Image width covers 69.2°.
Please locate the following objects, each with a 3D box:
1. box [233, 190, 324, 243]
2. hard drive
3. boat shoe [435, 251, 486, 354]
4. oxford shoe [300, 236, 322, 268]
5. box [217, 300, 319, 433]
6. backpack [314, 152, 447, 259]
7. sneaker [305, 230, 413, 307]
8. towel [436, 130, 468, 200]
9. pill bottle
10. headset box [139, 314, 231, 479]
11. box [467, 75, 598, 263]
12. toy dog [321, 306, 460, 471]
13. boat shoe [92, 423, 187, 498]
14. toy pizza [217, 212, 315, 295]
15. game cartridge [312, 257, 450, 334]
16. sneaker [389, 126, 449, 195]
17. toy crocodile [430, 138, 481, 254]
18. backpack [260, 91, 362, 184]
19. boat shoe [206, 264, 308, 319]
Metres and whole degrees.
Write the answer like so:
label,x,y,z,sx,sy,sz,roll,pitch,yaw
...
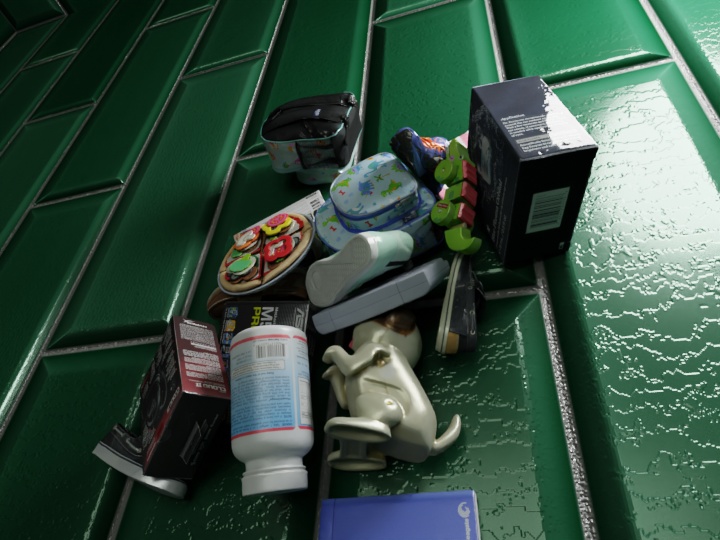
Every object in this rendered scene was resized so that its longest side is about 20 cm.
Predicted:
label,x,y,z,sx,sy,sz,roll,pitch,yaw
box,-0.148,-0.072,1.029,0.197,0.035,0.111,-28,47,-1
hard drive,0.044,0.337,0.617,0.196,0.026,0.134,-10,49,15
boat shoe,0.156,0.043,0.780,0.061,0.075,0.202,10,45,11
oxford shoe,-0.162,-0.011,0.954,0.197,0.076,0.058,-22,16,0
box,-0.152,0.150,0.803,0.157,0.044,0.204,-1,69,22
backpack,0.021,-0.095,0.903,0.198,0.148,0.184,-31,44,0
sneaker,0.000,0.000,0.813,0.200,0.117,0.075,-33,72,48
towel,0.213,-0.215,1.002,0.197,0.030,0.147,-28,48,-1
pill bottle,-0.117,0.184,0.688,0.107,0.109,0.204,-12,66,12
headset box,-0.261,0.188,0.765,0.151,0.076,0.200,-61,34,16
box,0.249,-0.156,0.811,0.115,0.199,0.202,-10,47,-3
toy dog,0.036,0.145,0.707,0.190,0.141,0.203,-3,50,8
boat shoe,-0.325,0.282,0.791,0.197,0.072,0.068,7,56,36
toy pizza,-0.169,-0.039,0.906,0.197,0.032,0.202,-20,37,16
game cartridge,0.029,0.040,0.779,0.198,0.133,0.042,-24,87,27
sneaker,0.110,-0.197,0.874,0.079,0.199,0.075,-47,68,11
toy crocodile,0.156,-0.117,0.816,0.061,0.067,0.204,-19,53,43
backpack,-0.104,-0.278,1.100,0.196,0.155,0.178,3,51,13
boat shoe,-0.181,0.050,0.917,0.197,0.076,0.073,-19,50,10
